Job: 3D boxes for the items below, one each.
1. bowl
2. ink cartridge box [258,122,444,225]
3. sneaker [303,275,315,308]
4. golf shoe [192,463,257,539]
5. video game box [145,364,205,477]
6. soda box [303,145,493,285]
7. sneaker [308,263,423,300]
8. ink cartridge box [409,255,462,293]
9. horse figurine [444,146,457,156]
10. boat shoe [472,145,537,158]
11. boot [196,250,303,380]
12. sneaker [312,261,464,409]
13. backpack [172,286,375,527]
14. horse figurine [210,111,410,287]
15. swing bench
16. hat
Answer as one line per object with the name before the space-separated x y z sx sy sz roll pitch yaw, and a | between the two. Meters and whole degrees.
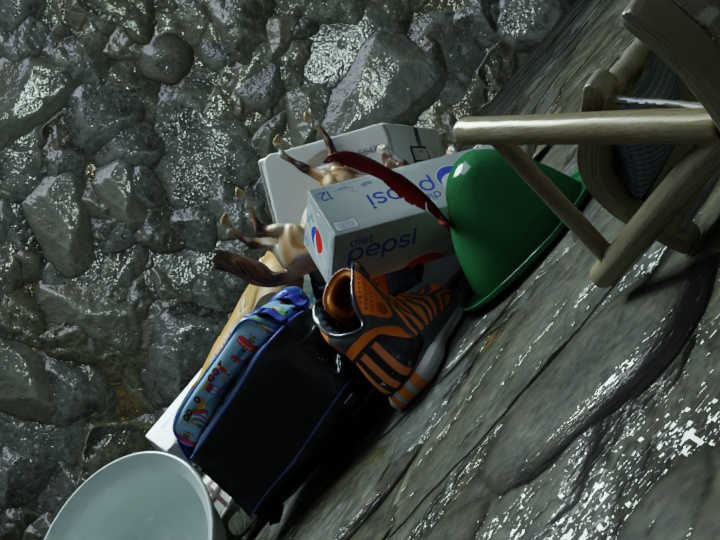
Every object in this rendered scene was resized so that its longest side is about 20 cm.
bowl | -0.190 0.273 1.009 0.198 0.090 0.204 -17 51 23
ink cartridge box | 0.001 -0.095 1.190 0.144 0.086 0.200 -14 1 20
sneaker | -0.066 0.002 1.328 0.075 0.086 0.200 -53 3 -30
golf shoe | -0.133 0.234 1.129 0.087 0.078 0.202 -12 39 21
video game box | -0.151 0.183 1.352 0.183 0.046 0.201 -48 -33 -20
soda box | 0.050 -0.051 1.020 0.197 0.064 0.069 -16 -41 -22
sneaker | 0.000 0.000 1.132 0.077 0.077 0.199 -14 17 -22
ink cartridge box | 0.037 0.014 1.281 0.146 0.083 0.200 -49 4 -5
horse figurine | 0.030 -0.098 1.345 0.197 0.050 0.133 -23 20 6
boat shoe | 0.152 -0.116 1.389 0.199 0.076 0.072 -38 2 41
boot | -0.110 0.065 1.190 0.203 0.070 0.144 -60 8 24
sneaker | 0.025 0.032 0.980 0.078 0.112 0.200 -47 4 19
backpack | -0.060 0.107 1.046 0.184 0.134 0.200 -54 -6 22
horse figurine | -0.052 -0.056 1.068 0.201 0.132 0.050 -50 -11 -3
swing bench | 0.176 -0.115 0.537 0.200 0.130 0.200 -50 9 -17
hat | 0.081 -0.082 0.939 0.166 0.176 0.200 -49 3 -4
